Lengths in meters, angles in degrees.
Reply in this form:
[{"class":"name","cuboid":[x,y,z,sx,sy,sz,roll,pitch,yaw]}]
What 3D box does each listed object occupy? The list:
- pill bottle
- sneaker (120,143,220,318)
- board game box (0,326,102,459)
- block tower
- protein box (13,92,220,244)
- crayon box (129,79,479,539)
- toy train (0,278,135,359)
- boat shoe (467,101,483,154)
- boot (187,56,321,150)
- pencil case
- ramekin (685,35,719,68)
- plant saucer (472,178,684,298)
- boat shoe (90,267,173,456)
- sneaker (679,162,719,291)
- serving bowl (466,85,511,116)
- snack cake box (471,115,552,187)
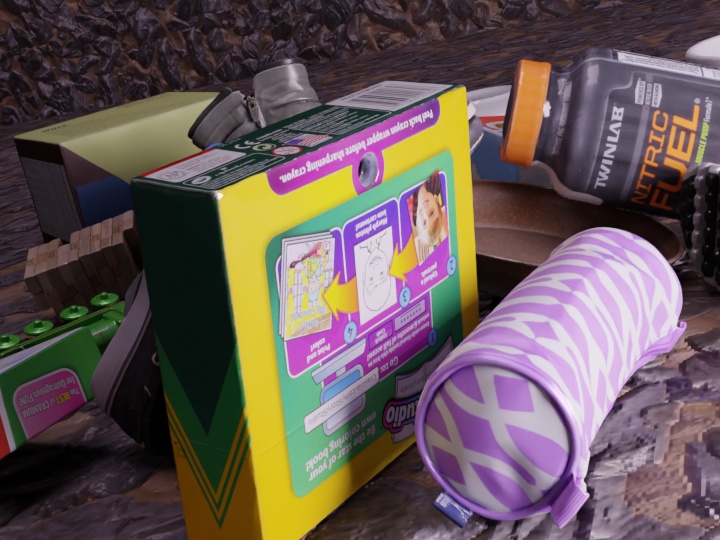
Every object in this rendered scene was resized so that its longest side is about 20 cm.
[{"class":"pill bottle","cuboid":[0.197,-0.093,0.811,0.196,0.108,0.106,10,17,3]},{"class":"sneaker","cuboid":[-0.123,-0.004,0.804,0.082,0.071,0.202,-10,52,41]},{"class":"board game box","cuboid":[-0.256,0.104,0.659,0.151,0.041,0.200,-20,9,34]},{"class":"block tower","cuboid":[-0.189,-0.021,1.028,0.197,0.055,0.058,-20,32,1]},{"class":"protein box","cuboid":[-0.246,-0.104,1.289,0.196,0.137,0.199,-21,17,-26]},{"class":"crayon box","cuboid":[-0.014,0.014,0.581,0.058,0.176,0.199,10,25,34]},{"class":"toy train","cuboid":[-0.191,0.043,0.900,0.056,0.042,0.199,15,30,39]},{"class":"boat shoe","cuboid":[0.012,-0.012,0.709,0.200,0.063,0.073,-48,10,3]},{"class":"boot","cuboid":[-0.092,-0.058,0.893,0.199,0.131,0.068,-39,-9,7]},{"class":"pencil case","cuboid":[0.100,0.044,0.573,0.085,0.085,0.200,30,33,14]},{"class":"ramekin","cuboid":[0.393,-0.163,1.038,0.197,0.099,0.201,-12,16,3]},{"class":"plant saucer","cuboid":[0.112,-0.018,0.784,0.197,0.037,0.201,7,19,-2]},{"class":"boat shoe","cuboid":[-0.086,0.022,0.633,0.068,0.057,0.201,-22,-28,-47]},{"class":"sneaker","cuboid":[0.260,-0.017,0.687,0.080,0.076,0.200,-9,22,-20]},{"class":"serving bowl","cuboid":[0.143,-0.166,1.326,0.196,0.067,0.200,-11,15,3]},{"class":"snack cake box","cuboid":[0.153,-0.091,1.001,0.113,0.068,0.200,-5,14,-11]}]
